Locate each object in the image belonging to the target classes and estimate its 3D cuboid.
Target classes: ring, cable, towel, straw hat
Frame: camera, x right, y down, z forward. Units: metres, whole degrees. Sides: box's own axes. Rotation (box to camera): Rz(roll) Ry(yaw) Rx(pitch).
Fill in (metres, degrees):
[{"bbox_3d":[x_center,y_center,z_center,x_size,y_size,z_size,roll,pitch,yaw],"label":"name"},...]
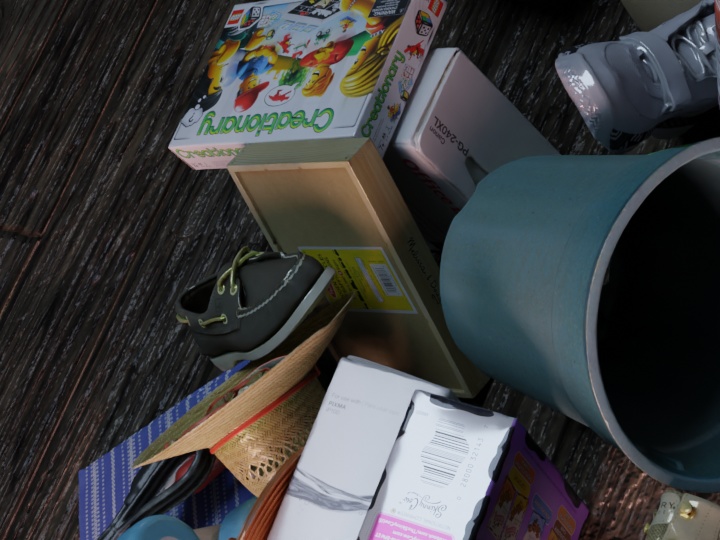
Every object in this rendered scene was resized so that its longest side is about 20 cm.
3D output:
[{"bbox_3d":[-0.049,0.201,1.249,0.019,0.201,0.202,15,72,24],"label":"ring"},{"bbox_3d":[-0.153,0.185,1.439,0.201,0.050,0.097,-56,21,-5],"label":"cable"},{"bbox_3d":[-0.141,0.170,1.510,0.199,0.024,0.146,-34,44,27],"label":"towel"},{"bbox_3d":[-0.055,0.106,1.306,0.200,0.085,0.201,-38,3,2],"label":"straw hat"}]

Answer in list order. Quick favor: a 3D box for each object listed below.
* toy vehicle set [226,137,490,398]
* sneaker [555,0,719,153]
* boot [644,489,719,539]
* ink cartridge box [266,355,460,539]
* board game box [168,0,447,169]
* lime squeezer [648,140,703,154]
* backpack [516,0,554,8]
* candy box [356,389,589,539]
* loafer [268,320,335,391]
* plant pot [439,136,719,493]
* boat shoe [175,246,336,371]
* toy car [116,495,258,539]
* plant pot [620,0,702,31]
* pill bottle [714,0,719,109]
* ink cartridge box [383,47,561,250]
[{"bbox_3d":[0.000,0.000,1.344,0.124,0.201,0.027,3,40,46],"label":"toy vehicle set"},{"bbox_3d":[0.202,-0.136,1.247,0.115,0.200,0.076,-35,79,25],"label":"sneaker"},{"bbox_3d":[0.136,0.187,1.069,0.157,0.199,0.073,-68,9,-20],"label":"boot"},{"bbox_3d":[0.008,0.175,1.228,0.082,0.147,0.202,14,72,28],"label":"ink cartridge box"},{"bbox_3d":[-0.039,-0.134,1.377,0.199,0.035,0.127,0,60,47],"label":"board game box"},{"bbox_3d":[0.157,-0.041,1.336,0.200,0.038,0.071,-44,39,12],"label":"lime squeezer"},{"bbox_3d":[0.142,-0.304,1.484,0.163,0.153,0.202,36,111,58],"label":"backpack"},{"bbox_3d":[0.051,0.197,1.152,0.071,0.168,0.202,13,71,27],"label":"candy box"},{"bbox_3d":[-0.048,0.112,1.415,0.063,0.072,0.201,-42,42,22],"label":"loafer"},{"bbox_3d":[0.159,0.013,1.184,0.196,0.200,0.201,14,73,59],"label":"plant pot"},{"bbox_3d":[-0.077,0.021,1.359,0.072,0.060,0.201,-49,9,-23],"label":"boat shoe"},{"bbox_3d":[-0.118,0.282,1.323,0.184,0.176,0.202,-35,69,42],"label":"toy car"},{"bbox_3d":[0.233,-0.266,1.348,0.199,0.134,0.202,-28,44,30],"label":"plant pot"},{"bbox_3d":[0.263,-0.131,1.148,0.111,0.201,0.113,-6,54,8],"label":"pill bottle"},{"bbox_3d":[0.030,-0.085,1.414,0.199,0.145,0.084,6,62,48],"label":"ink cartridge box"}]
